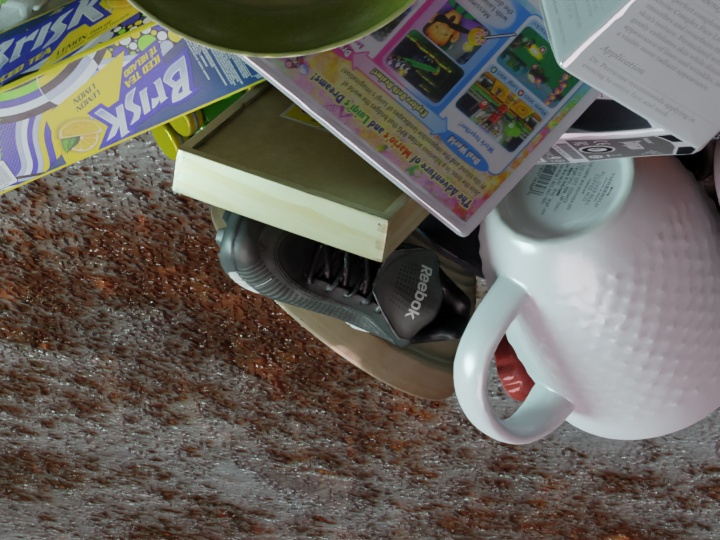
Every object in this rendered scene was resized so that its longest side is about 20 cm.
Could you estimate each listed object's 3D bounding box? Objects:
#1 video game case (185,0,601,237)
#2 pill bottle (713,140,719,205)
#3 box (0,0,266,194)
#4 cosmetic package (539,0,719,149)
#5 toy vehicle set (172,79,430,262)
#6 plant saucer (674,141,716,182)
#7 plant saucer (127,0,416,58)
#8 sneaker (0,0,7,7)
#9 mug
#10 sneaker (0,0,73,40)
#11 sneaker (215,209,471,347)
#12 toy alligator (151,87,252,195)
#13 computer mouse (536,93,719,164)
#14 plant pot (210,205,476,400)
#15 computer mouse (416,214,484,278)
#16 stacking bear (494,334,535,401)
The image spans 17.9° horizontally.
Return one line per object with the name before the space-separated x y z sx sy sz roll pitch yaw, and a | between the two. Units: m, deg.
video game case | 0.042 -0.140 1.139 0.200 0.024 0.182 38 101 -26
pill bottle | 0.302 -0.070 1.262 0.112 0.112 0.200 26 152 -31
box | -0.140 -0.116 1.289 0.200 0.070 0.064 -22 125 9
cosmetic package | 0.187 -0.158 1.076 0.102 0.074 0.200 27 124 -31
toy vehicle set | -0.001 -0.077 1.269 0.124 0.200 0.027 20 123 18
plant saucer | 0.136 -0.088 1.392 0.200 0.035 0.200 8 157 4
plant saucer | -0.041 -0.201 1.070 0.200 0.200 0.031 11 -166 0
sneaker | -0.190 -0.195 1.139 0.077 0.200 0.084 39 -155 20
mug | 0.129 0.014 1.344 0.148 0.200 0.175 30 164 38
sneaker | -0.212 -0.175 1.302 0.080 0.070 0.200 -17 143 42
sneaker | 0.000 0.000 1.301 0.090 0.067 0.200 17 175 35
toy alligator | -0.108 -0.103 1.445 0.054 0.059 0.200 55 158 7
computer mouse | 0.158 -0.087 1.211 0.200 0.044 0.110 -2 172 17
plant pot | 0.009 -0.014 1.486 0.201 0.093 0.201 37 -168 -10
computer mouse | 0.026 -0.057 1.376 0.200 0.140 0.046 39 108 -16
stacking bear | 0.196 0.010 1.498 0.200 0.122 0.114 -14 167 27
